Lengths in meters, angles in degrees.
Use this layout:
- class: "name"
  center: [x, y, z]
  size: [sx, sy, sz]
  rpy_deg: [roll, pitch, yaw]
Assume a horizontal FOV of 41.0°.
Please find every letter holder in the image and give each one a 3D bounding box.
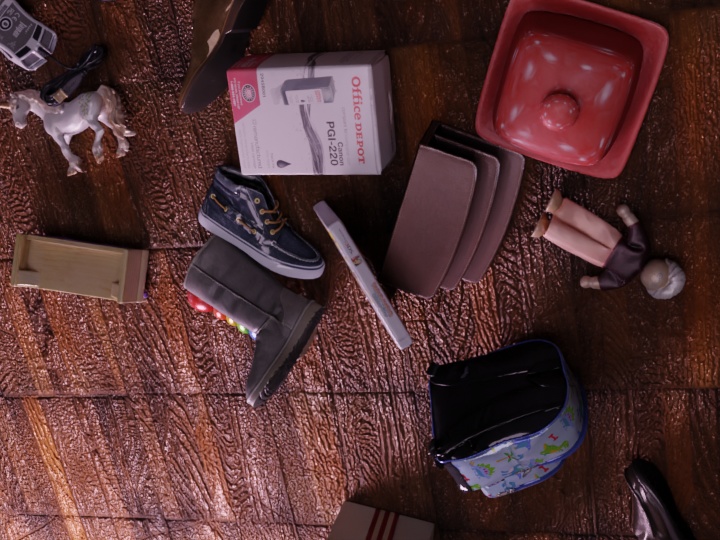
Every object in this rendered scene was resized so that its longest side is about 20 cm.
- class: "letter holder"
  center: [0.122, -0.067, 1.250]
  size: [0.141, 0.101, 0.202]
  rpy_deg: [20, 119, 5]

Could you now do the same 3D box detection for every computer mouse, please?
- class: "computer mouse"
  center: [-0.458, -0.318, 1.339]
  size: [0.199, 0.044, 0.110]
  rpy_deg: [38, 87, 5]

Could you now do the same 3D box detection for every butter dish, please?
- class: "butter dish"
  center: [0.237, -0.203, 1.122]
  size: [0.197, 0.148, 0.202]
  rpy_deg: [19, 119, 9]

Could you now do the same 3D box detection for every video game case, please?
- class: "video game case"
  center: [0.000, 0.000, 1.271]
  size: [0.023, 0.200, 0.183]
  rpy_deg: [-31, 104, -1]

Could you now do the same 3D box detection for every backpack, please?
- class: "backpack"
  center: [0.207, 0.197, 1.306]
  size: [0.198, 0.184, 0.147]
  rpy_deg: [-24, 129, 22]

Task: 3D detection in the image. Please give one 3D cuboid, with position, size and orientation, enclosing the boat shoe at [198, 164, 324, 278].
- class: "boat shoe"
  center: [-0.131, -0.067, 1.344]
  size: [0.199, 0.071, 0.091]
  rpy_deg: [28, 121, 5]

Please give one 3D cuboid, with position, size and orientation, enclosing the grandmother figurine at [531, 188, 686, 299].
- class: "grandmother figurine"
  center: [0.320, -0.023, 1.233]
  size: [0.199, 0.061, 0.122]
  rpy_deg: [28, 128, 7]

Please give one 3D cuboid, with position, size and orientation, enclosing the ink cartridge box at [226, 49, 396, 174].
- class: "ink cartridge box"
  center: [-0.061, -0.203, 1.253]
  size: [0.198, 0.085, 0.147]
  rpy_deg: [1, 115, 15]

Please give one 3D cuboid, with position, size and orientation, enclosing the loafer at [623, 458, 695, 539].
- class: "loafer"
  center: [0.418, 0.359, 1.369]
  size: [0.071, 0.073, 0.201]
  rpy_deg: [-24, 105, 24]

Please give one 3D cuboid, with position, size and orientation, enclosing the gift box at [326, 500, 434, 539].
- class: "gift box"
  center: [0.009, 0.479, 1.491]
  size: [0.182, 0.187, 0.202]
  rpy_deg: [6, 117, 14]

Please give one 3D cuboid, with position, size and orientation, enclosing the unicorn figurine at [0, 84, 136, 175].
- class: "unicorn figurine"
  center: [-0.418, -0.209, 1.377]
  size: [0.198, 0.074, 0.139]
  rpy_deg: [-19, 98, 9]

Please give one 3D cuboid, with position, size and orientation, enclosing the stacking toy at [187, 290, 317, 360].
- class: "stacking toy"
  center: [-0.164, 0.059, 1.419]
  size: [0.198, 0.085, 0.086]
  rpy_deg: [21, 119, 15]

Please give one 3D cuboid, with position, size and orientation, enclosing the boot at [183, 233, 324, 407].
- class: "boot"
  center: [-0.170, 0.066, 1.344]
  size: [0.199, 0.073, 0.183]
  rpy_deg: [31, 80, 12]

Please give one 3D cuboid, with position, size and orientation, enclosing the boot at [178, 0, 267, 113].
- class: "boot"
  center: [-0.196, -0.301, 1.269]
  size: [0.075, 0.073, 0.201]
  rpy_deg: [41, 117, 17]

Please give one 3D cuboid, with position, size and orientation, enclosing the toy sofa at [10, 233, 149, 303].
- class: "toy sofa"
  center: [-0.422, -0.004, 1.471]
  size: [0.198, 0.098, 0.084]
  rpy_deg: [8, 92, 14]
